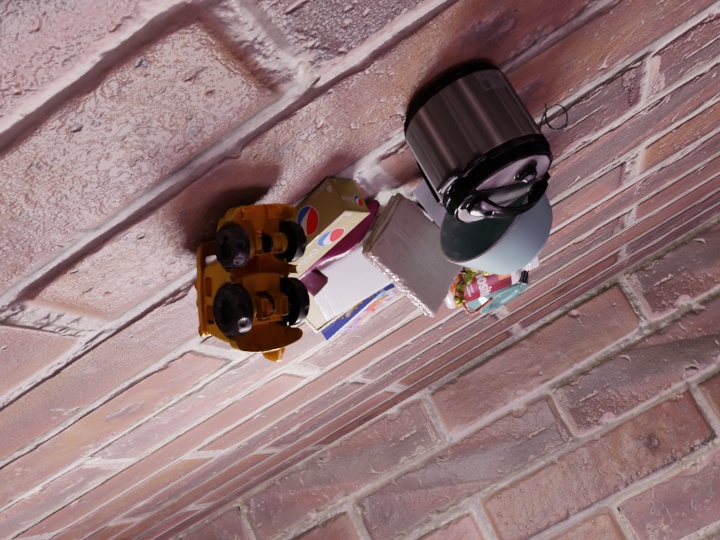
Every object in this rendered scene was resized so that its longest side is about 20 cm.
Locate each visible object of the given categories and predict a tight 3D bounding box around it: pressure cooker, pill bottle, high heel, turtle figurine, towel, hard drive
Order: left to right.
[{"bbox_3d":[-0.055,-0.058,1.282,0.201,0.096,0.067,-51,-170,3],"label":"high heel"},{"bbox_3d":[0.000,0.000,1.394,0.198,0.027,0.133,-31,139,-5],"label":"hard drive"},{"bbox_3d":[0.093,-0.025,1.318,0.034,0.200,0.134,2,-126,54],"label":"towel"},{"bbox_3d":[0.195,-0.035,1.423,0.064,0.159,0.203,-116,-130,-79],"label":"turtle figurine"},{"bbox_3d":[0.171,-0.163,1.074,0.174,0.202,0.179,-31,162,4],"label":"pressure cooker"},{"bbox_3d":[0.245,-0.011,1.506,0.197,0.115,0.113,-22,162,3],"label":"pill bottle"}]

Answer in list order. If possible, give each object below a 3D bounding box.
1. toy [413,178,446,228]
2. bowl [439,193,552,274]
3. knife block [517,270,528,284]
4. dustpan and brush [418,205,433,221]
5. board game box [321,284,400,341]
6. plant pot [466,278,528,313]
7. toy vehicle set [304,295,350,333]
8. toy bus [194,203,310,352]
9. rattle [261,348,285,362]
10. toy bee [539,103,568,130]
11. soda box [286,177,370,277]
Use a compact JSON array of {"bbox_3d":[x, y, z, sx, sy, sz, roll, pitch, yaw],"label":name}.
[{"bbox_3d":[0.149,-0.140,1.314,0.116,0.047,0.200,-53,143,-3],"label":"toy"},{"bbox_3d":[0.230,-0.074,1.227,0.104,0.203,0.200,34,124,-26],"label":"bowl"},{"bbox_3d":[0.341,-0.076,1.574,0.199,0.177,0.064,-35,176,19],"label":"knife block"},{"bbox_3d":[0.115,-0.055,1.497,0.139,0.058,0.199,-37,160,24],"label":"dustpan and brush"},{"bbox_3d":[0.011,0.069,1.665,0.133,0.045,0.200,-20,162,-50],"label":"board game box"},{"bbox_3d":[0.285,-0.004,1.721,0.198,0.163,0.201,-25,162,-9],"label":"plant pot"},{"bbox_3d":[-0.036,0.024,1.433,0.198,0.027,0.125,-36,139,1],"label":"toy vehicle set"},{"bbox_3d":[-0.180,0.005,1.114,0.134,0.205,0.190,-7,-172,-44],"label":"toy bus"},{"bbox_3d":[-0.193,0.070,1.266,0.127,0.146,0.200,-6,164,-7],"label":"rattle"},{"bbox_3d":[0.261,-0.186,1.292,0.108,0.129,0.204,-21,125,-58],"label":"toy bee"},{"bbox_3d":[-0.081,-0.059,1.198,0.199,0.065,0.067,-41,158,30],"label":"soda box"}]
